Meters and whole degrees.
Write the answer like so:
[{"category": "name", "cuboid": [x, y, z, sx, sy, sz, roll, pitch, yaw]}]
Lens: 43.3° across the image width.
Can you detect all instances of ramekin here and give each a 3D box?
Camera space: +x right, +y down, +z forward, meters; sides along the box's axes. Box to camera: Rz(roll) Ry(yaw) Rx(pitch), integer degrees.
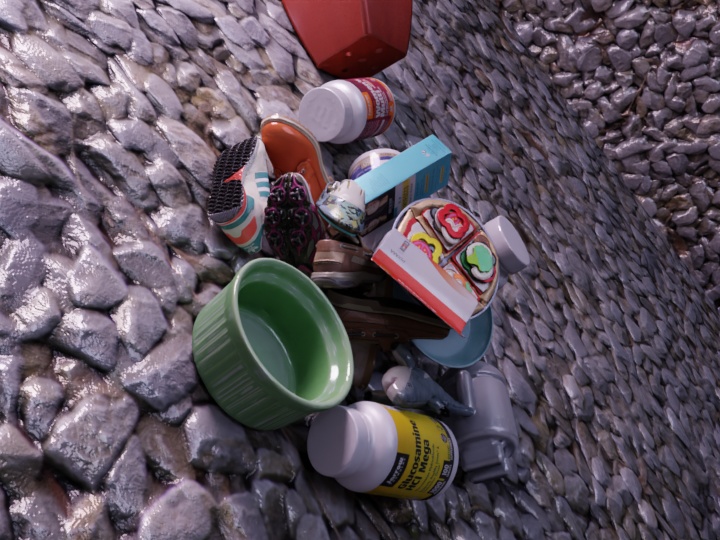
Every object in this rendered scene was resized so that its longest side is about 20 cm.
[{"category": "ramekin", "cuboid": [-0.110, 0.095, 1.106, 0.199, 0.097, 0.201, 37, 34, -31]}]

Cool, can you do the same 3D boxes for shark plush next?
[{"category": "shark plush", "cuboid": [0.086, 0.183, 1.244, 0.083, 0.091, 0.200, 32, -8, 46]}]

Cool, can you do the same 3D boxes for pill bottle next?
[{"category": "pill bottle", "cuboid": [0.047, -0.096, 1.524, 0.111, 0.111, 0.202, 26, 40, -42]}, {"category": "pill bottle", "cuboid": [0.176, -0.001, 1.524, 0.113, 0.199, 0.114, 43, 27, -29]}, {"category": "pill bottle", "cuboid": [0.029, 0.231, 1.165, 0.199, 0.112, 0.113, 21, 44, -46]}, {"category": "pill bottle", "cuboid": [-0.023, -0.283, 1.608, 0.110, 0.109, 0.200, 57, 29, 3]}]

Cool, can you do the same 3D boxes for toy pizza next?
[{"category": "toy pizza", "cuboid": [0.135, -0.021, 1.387, 0.198, 0.032, 0.202, 11, 66, -25]}]

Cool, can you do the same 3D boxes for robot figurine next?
[{"category": "robot figurine", "cuboid": [0.179, 0.224, 1.401, 0.170, 0.112, 0.202, 65, 14, -49]}]

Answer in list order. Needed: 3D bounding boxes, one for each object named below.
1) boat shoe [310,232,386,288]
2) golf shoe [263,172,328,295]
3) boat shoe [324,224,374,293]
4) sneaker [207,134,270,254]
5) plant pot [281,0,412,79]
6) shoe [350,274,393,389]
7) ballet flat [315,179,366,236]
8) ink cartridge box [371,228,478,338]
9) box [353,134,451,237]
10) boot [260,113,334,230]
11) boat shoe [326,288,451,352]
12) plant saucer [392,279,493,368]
[{"category": "boat shoe", "cuboid": [-0.012, -0.017, 1.254, 0.200, 0.075, 0.073, -11, 100, -74]}, {"category": "golf shoe", "cuboid": [-0.084, -0.040, 1.259, 0.092, 0.072, 0.202, -47, 135, -64]}, {"category": "boat shoe", "cuboid": [0.000, 0.000, 1.403, 0.199, 0.070, 0.071, 34, 12, -35]}, {"category": "sneaker", "cuboid": [-0.160, -0.105, 1.282, 0.201, 0.070, 0.094, -89, 153, -49]}, {"category": "plant pot", "cuboid": [-0.013, -0.481, 1.756, 0.199, 0.199, 0.178, 9, 64, -52]}, {"category": "shoe", "cuboid": [0.007, 0.073, 1.312, 0.053, 0.070, 0.202, 17, 57, -3]}, {"category": "ballet flat", "cuboid": [-0.025, -0.095, 1.262, 0.074, 0.074, 0.200, 47, -1, -15]}, {"category": "ink cartridge box", "cuboid": [0.090, 0.011, 1.238, 0.162, 0.050, 0.200, 40, 4, 0]}, {"category": "box", "cuboid": [0.052, -0.130, 1.430, 0.199, 0.083, 0.049, -33, 61, -21]}, {"category": "boot", "cuboid": [-0.094, -0.135, 1.356, 0.201, 0.074, 0.108, 59, 31, -35]}, {"category": "boat shoe", "cuboid": [0.034, 0.076, 1.251, 0.198, 0.069, 0.072, 13, 8, -23]}, {"category": "plant saucer", "cuboid": [0.120, 0.058, 1.400, 0.198, 0.036, 0.202, 16, 60, -30]}]
